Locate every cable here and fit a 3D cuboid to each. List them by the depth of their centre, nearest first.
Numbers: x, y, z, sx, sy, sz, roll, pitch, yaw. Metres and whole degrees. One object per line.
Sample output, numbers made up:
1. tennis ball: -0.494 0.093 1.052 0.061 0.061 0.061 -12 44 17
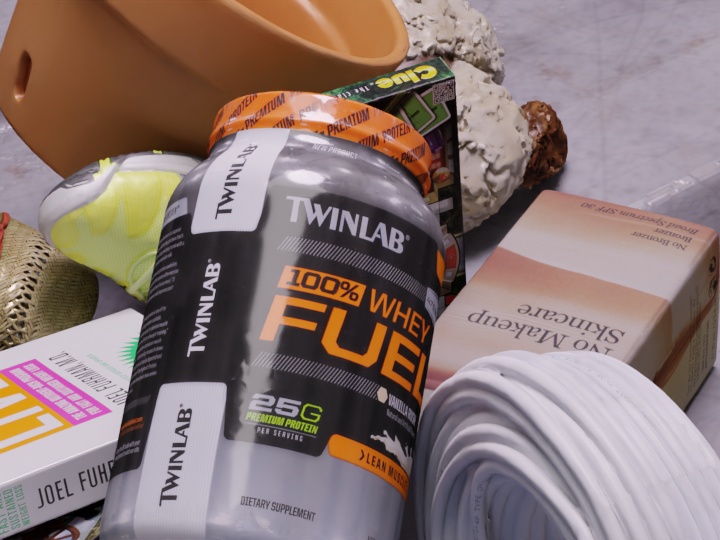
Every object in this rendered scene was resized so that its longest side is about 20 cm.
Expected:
1. cable: 0.090 0.126 0.958 0.069 0.200 0.200 -14 74 -22

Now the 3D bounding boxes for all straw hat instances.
1. straw hat: -0.177 0.018 1.208 0.085 0.201 0.201 21 36 -8

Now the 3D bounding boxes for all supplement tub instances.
1. supplement tub: -0.032 0.035 1.005 0.122 0.123 0.201 4 70 15

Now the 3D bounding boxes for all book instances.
1. book: -0.159 0.080 1.081 0.200 0.048 0.134 -20 22 -26

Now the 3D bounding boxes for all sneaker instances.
1. sneaker: -0.067 0.004 1.190 0.200 0.075 0.077 21 42 -32

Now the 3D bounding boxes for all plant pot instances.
1. plant pot: -0.095 -0.117 1.235 0.200 0.140 0.200 32 23 -15

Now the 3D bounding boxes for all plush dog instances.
1. plush dog: 0.026 -0.095 1.345 0.200 0.161 0.172 -24 62 -23

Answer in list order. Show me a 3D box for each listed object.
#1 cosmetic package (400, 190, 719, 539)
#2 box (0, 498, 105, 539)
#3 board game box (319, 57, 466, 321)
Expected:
1. cosmetic package: 0.089 0.056 1.154 0.103 0.087 0.200 14 41 24
2. box: -0.130 0.104 1.110 0.136 0.038 0.200 0 24 35
3. board game box: 0.000 0.000 1.149 0.105 0.200 0.023 -17 40 -14
